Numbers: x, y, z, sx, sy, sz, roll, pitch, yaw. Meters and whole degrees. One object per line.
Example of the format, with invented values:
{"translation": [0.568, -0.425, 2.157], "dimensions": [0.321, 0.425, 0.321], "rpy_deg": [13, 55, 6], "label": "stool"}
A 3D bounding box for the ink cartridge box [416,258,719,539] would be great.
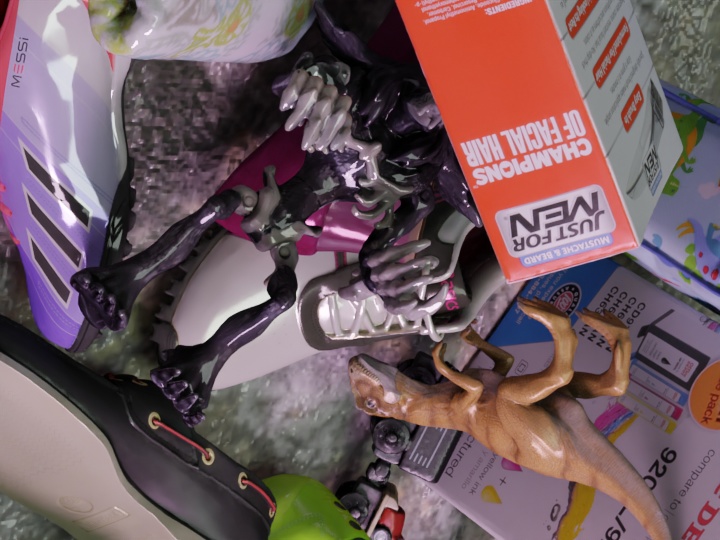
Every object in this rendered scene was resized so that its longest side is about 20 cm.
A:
{"translation": [0.156, 0.106, 1.280], "dimensions": [0.147, 0.200, 0.145], "rpy_deg": [-54, 133, -2], "label": "ink cartridge box"}

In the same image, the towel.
{"translation": [-0.042, -0.179, 1.023], "dimensions": [0.171, 0.048, 0.201], "rpy_deg": [-7, 114, -70], "label": "towel"}

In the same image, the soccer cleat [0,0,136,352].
{"translation": [-0.129, -0.061, 1.068], "dimensions": [0.073, 0.068, 0.201], "rpy_deg": [-2, 115, -18], "label": "soccer cleat"}

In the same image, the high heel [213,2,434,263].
{"translation": [-0.003, -0.104, 1.145], "dimensions": [0.067, 0.096, 0.201], "rpy_deg": [87, 15, -78], "label": "high heel"}

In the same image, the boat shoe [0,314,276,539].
{"translation": [-0.112, 0.078, 1.152], "dimensions": [0.201, 0.073, 0.063], "rpy_deg": [44, 47, -33], "label": "boat shoe"}

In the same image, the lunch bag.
{"translation": [0.190, -0.013, 1.244], "dimensions": [0.161, 0.200, 0.083], "rpy_deg": [28, 95, -44], "label": "lunch bag"}

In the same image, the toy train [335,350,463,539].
{"translation": [0.001, 0.135, 1.277], "dimensions": [0.046, 0.034, 0.201], "rpy_deg": [25, 97, -6], "label": "toy train"}

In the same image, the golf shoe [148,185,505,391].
{"translation": [0.000, 0.000, 1.180], "dimensions": [0.200, 0.088, 0.077], "rpy_deg": [-30, 130, -21], "label": "golf shoe"}

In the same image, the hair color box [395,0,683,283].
{"translation": [0.061, -0.110, 1.055], "dimensions": [0.201, 0.064, 0.111], "rpy_deg": [67, 24, -16], "label": "hair color box"}

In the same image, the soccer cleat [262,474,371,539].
{"translation": [-0.061, 0.191, 1.235], "dimensions": [0.067, 0.081, 0.201], "rpy_deg": [20, 100, -43], "label": "soccer cleat"}

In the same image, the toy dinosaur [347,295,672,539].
{"translation": [0.091, 0.072, 1.203], "dimensions": [0.060, 0.200, 0.107], "rpy_deg": [-5, 118, -60], "label": "toy dinosaur"}

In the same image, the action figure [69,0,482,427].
{"translation": [-0.013, -0.027, 1.057], "dimensions": [0.200, 0.102, 0.119], "rpy_deg": [-42, 110, -14], "label": "action figure"}
